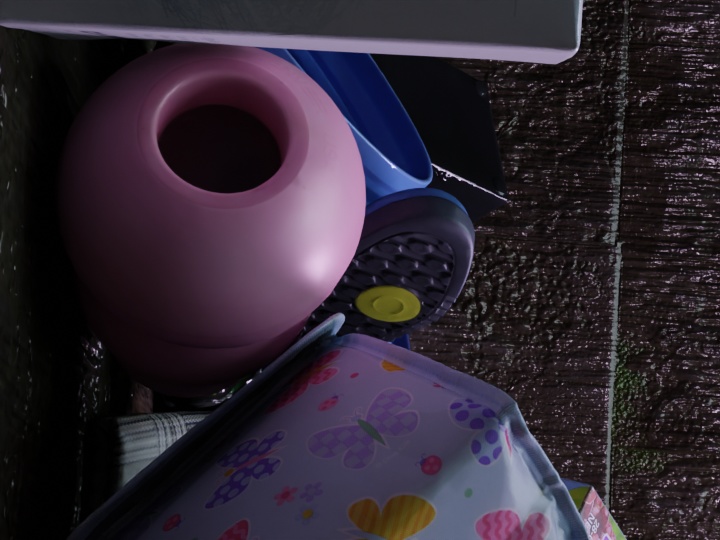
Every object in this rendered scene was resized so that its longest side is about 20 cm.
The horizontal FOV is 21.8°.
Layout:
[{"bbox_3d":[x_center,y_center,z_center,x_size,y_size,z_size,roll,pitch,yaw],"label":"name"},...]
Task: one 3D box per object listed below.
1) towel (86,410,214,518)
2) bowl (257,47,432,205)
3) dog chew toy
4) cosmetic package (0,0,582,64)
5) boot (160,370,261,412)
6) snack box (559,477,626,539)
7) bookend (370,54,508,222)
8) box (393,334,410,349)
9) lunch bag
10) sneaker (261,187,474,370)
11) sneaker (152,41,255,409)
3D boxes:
[{"bbox_3d":[-0.069,0.171,0.936,0.192,0.034,0.201,7,83,-59],"label":"towel"},{"bbox_3d":[-0.041,-0.110,0.887,0.201,0.039,0.201,50,13,-16],"label":"bowl"},{"bbox_3d":[-0.068,-0.008,0.787,0.200,0.124,0.125,110,-15,-61],"label":"dog chew toy"},{"bbox_3d":[-0.017,-0.178,0.656,0.123,0.199,0.200,-73,166,-85],"label":"cosmetic package"},{"bbox_3d":[-0.068,0.056,1.166,0.198,0.073,0.163,-55,159,-58],"label":"boot"},{"bbox_3d":[0.066,0.214,0.844,0.200,0.068,0.169,-60,141,-22],"label":"snack box"},{"bbox_3d":[-0.050,-0.066,1.158,0.200,0.198,0.092,-32,-128,35],"label":"bookend"},{"bbox_3d":[-0.001,0.054,1.022,0.121,0.032,0.201,114,-26,-61],"label":"box"},{"bbox_3d":[-0.029,0.112,0.766,0.127,0.169,0.200,57,-16,-24],"label":"lunch bag"},{"bbox_3d":[0.000,0.000,0.881,0.200,0.066,0.079,126,-22,-57],"label":"sneaker"},{"bbox_3d":[-0.089,-0.030,0.945,0.085,0.078,0.201,47,38,-75],"label":"sneaker"}]
